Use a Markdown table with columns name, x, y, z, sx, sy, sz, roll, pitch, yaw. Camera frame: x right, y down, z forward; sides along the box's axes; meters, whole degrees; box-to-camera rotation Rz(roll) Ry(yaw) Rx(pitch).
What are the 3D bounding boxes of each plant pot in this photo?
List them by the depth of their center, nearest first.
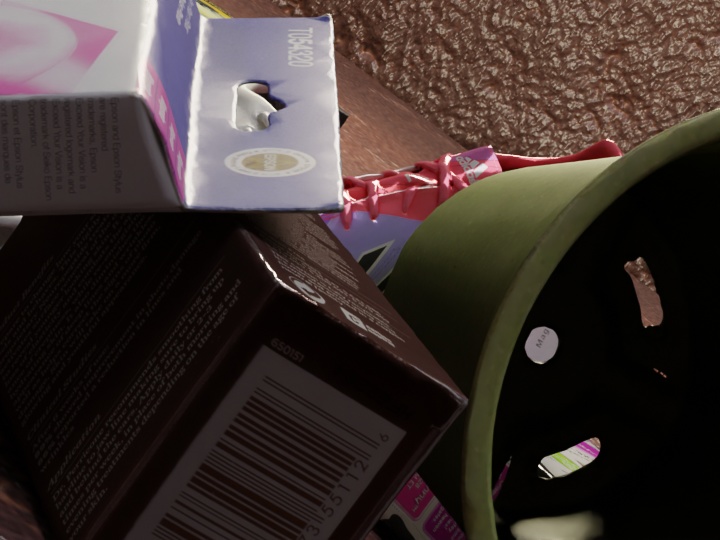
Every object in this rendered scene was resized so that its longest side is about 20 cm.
| name | x | y | z | sx | sy | sz | roll | pitch | yaw |
| --- | --- | --- | --- | --- | --- | --- | --- | --- | --- |
| plant pot | 0.090 | 0.039 | 0.891 | 0.200 | 0.200 | 0.190 | 33 | -5 | -21 |

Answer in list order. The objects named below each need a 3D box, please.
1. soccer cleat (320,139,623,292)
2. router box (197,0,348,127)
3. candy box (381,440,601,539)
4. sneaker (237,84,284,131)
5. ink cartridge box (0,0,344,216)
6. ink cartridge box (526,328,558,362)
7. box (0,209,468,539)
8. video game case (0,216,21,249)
| name | x | y | z | sx | sy | sz | roll | pitch | yaw |
| --- | --- | --- | --- | --- | --- | --- | --- | --- | --- |
| soccer cleat | 0.013 | -0.016 | 1.048 | 0.199 | 0.077 | 0.067 | -2 | 45 | -37 |
| router box | -0.121 | -0.153 | 1.850 | 0.200 | 0.052 | 0.157 | 28 | 11 | -49 |
| candy box | 0.070 | 0.099 | 1.078 | 0.136 | 0.061 | 0.200 | 30 | 9 | -46 |
| sneaker | -0.060 | -0.037 | 1.109 | 0.073 | 0.071 | 0.200 | 63 | 17 | -20 |
| ink cartridge box | -0.106 | -0.065 | 0.846 | 0.199 | 0.043 | 0.196 | -2 | 21 | -2 |
| ink cartridge box | 0.000 | 0.000 | 1.228 | 0.173 | 0.044 | 0.200 | 32 | -11 | -36 |
| box | -0.051 | 0.024 | 0.835 | 0.075 | 0.100 | 0.200 | 33 | 9 | -26 |
| video game case | -0.212 | -0.072 | 0.992 | 0.200 | 0.024 | 0.182 | 37 | 7 | 12 |
